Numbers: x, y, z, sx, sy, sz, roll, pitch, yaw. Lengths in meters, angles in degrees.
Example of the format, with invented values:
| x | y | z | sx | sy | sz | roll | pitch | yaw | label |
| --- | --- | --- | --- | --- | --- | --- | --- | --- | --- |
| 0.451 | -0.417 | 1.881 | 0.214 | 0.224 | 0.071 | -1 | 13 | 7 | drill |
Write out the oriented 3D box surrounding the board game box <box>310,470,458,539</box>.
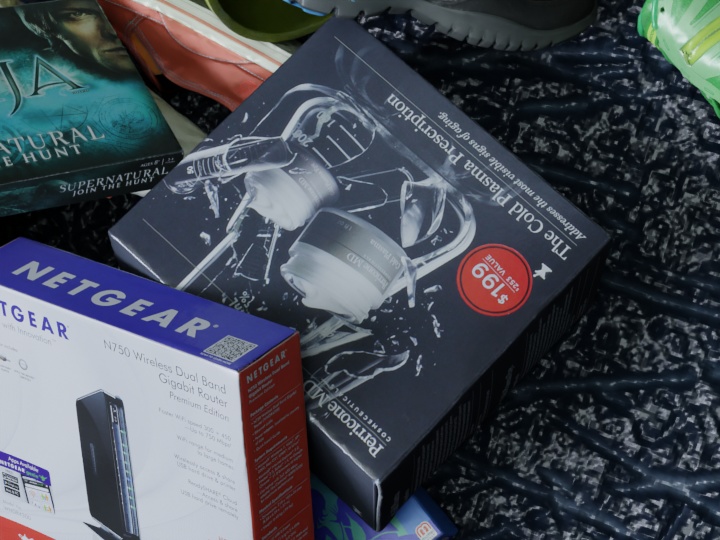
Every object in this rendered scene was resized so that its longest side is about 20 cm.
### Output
| x | y | z | sx | sy | sz | roll | pitch | yaw | label |
| --- | --- | --- | --- | --- | --- | --- | --- | --- | --- |
| -0.065 | 0.120 | 1.068 | 0.152 | 0.045 | 0.200 | -42 | 75 | 7 | board game box |

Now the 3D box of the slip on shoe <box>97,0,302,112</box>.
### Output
| x | y | z | sx | sy | sz | roll | pitch | yaw | label |
| --- | --- | --- | --- | --- | --- | --- | --- | --- | --- |
| -0.115 | -0.137 | 1.100 | 0.199 | 0.074 | 0.062 | 28 | 105 | 15 | slip on shoe |

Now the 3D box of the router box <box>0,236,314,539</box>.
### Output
| x | y | z | sx | sy | sz | roll | pitch | yaw | label |
| --- | --- | --- | --- | --- | --- | --- | --- | --- | --- |
| -0.116 | 0.093 | 0.978 | 0.199 | 0.049 | 0.181 | 16 | 123 | 34 | router box |

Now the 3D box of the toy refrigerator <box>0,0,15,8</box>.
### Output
| x | y | z | sx | sy | sz | roll | pitch | yaw | label |
| --- | --- | --- | --- | --- | --- | --- | --- | --- | --- |
| -0.256 | -0.227 | 1.103 | 0.069 | 0.076 | 0.201 | -24 | 53 | 11 | toy refrigerator |

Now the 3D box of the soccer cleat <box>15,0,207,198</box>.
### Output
| x | y | z | sx | sy | sz | roll | pitch | yaw | label |
| --- | --- | --- | --- | --- | --- | --- | --- | --- | --- |
| -0.161 | -0.104 | 1.090 | 0.199 | 0.069 | 0.078 | 30 | 131 | 23 | soccer cleat |

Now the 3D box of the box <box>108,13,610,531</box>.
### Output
| x | y | z | sx | sy | sz | roll | pitch | yaw | label |
| --- | --- | --- | --- | --- | --- | --- | --- | --- | --- |
| 0.000 | 0.000 | 1.006 | 0.200 | 0.104 | 0.182 | 41 | 75 | 15 | box |

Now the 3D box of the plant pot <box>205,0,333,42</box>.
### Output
| x | y | z | sx | sy | sz | roll | pitch | yaw | label |
| --- | --- | --- | --- | --- | --- | --- | --- | --- | --- |
| -0.076 | -0.265 | 1.052 | 0.193 | 0.200 | 0.201 | 39 | 94 | 28 | plant pot |

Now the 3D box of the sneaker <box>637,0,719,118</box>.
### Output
| x | y | z | sx | sy | sz | roll | pitch | yaw | label |
| --- | --- | --- | --- | --- | --- | --- | --- | --- | --- |
| 0.195 | -0.123 | 1.014 | 0.083 | 0.074 | 0.202 | -12 | 72 | 11 | sneaker |

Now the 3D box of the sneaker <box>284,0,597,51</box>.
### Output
| x | y | z | sx | sy | sz | roll | pitch | yaw | label |
| --- | --- | --- | --- | --- | --- | --- | --- | --- | --- |
| 0.048 | -0.171 | 1.007 | 0.073 | 0.198 | 0.083 | 48 | 128 | 55 | sneaker |

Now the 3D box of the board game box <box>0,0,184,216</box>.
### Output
| x | y | z | sx | sy | sz | roll | pitch | yaw | label |
| --- | --- | --- | --- | --- | --- | --- | --- | --- | --- |
| -0.210 | -0.083 | 0.987 | 0.198 | 0.028 | 0.136 | -12 | 52 | -28 | board game box |
